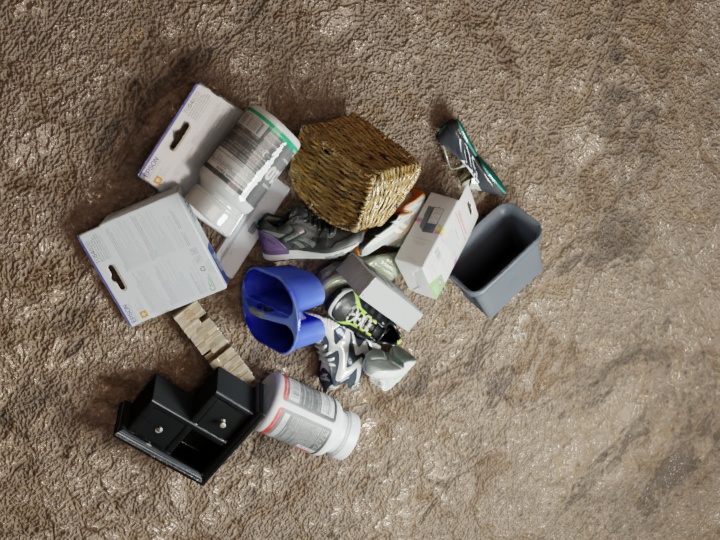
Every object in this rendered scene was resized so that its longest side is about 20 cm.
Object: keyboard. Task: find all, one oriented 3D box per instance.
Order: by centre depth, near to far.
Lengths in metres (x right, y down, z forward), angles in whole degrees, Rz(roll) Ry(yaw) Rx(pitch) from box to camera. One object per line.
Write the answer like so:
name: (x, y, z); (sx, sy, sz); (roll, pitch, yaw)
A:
keyboard: (-0.205, -0.083, 1.652); (0.056, 0.011, 0.202); (33, 89, -29)

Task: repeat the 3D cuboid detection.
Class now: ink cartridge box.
ink cartridge box: (-0.360, -0.023, 1.564); (0.196, 0.041, 0.202); (-21, 115, 6)
ink cartridge box: (-0.261, -0.195, 1.577); (0.199, 0.041, 0.202); (35, 88, -23)
ink cartridge box: (0.150, -0.064, 1.720); (0.202, 0.066, 0.118); (-60, 148, -21)

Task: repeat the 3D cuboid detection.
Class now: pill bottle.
pill bottle: (-0.202, -0.170, 1.513); (0.113, 0.113, 0.201); (39, 87, -24)
pill bottle: (-0.104, 0.285, 1.717); (0.198, 0.116, 0.117); (29, 91, -24)

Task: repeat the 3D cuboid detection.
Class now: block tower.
block tower: (-0.270, 0.140, 1.652); (0.057, 0.054, 0.202); (-35, 113, -9)

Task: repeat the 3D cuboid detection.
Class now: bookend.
bookend: (-0.303, 0.252, 1.608); (0.197, 0.093, 0.200); (36, 110, -23)

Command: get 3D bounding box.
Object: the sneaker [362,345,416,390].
sneaker: (0.049, 0.198, 1.734); (0.070, 0.200, 0.081); (36, 101, 20)

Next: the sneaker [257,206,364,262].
sneaker: (-0.093, -0.072, 1.616); (0.195, 0.076, 0.089); (-7, 120, 9)

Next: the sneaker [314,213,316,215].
sneaker: (-0.026, -0.109, 1.673); (0.074, 0.084, 0.202); (35, 89, -24)

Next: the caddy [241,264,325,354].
caddy: (-0.148, 0.067, 1.613); (0.103, 0.198, 0.145); (-12, 108, -35)

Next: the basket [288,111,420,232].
basket: (-0.013, -0.169, 1.607); (0.148, 0.199, 0.145); (-22, 141, -44)

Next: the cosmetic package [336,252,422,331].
cosmetic package: (0.040, 0.042, 1.686); (0.051, 0.083, 0.199); (-44, 143, 6)

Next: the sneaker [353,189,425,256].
sneaker: (0.065, -0.070, 1.701); (0.199, 0.075, 0.093); (-38, 124, -32)

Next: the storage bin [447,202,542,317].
storage bin: (0.269, -0.014, 1.794); (0.199, 0.145, 0.135); (-41, 140, -8)

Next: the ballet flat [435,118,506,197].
ballet flat: (0.212, -0.210, 1.758); (0.073, 0.073, 0.200); (-44, 120, -6)

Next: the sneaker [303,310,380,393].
sneaker: (-0.065, 0.166, 1.723); (0.197, 0.079, 0.132); (29, 82, -34)

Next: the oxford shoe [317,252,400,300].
oxford shoe: (0.000, 0.000, 1.724); (0.197, 0.058, 0.076); (-19, 134, -24)

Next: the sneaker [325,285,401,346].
sneaker: (0.017, 0.093, 1.705); (0.199, 0.083, 0.072); (27, 100, -47)
